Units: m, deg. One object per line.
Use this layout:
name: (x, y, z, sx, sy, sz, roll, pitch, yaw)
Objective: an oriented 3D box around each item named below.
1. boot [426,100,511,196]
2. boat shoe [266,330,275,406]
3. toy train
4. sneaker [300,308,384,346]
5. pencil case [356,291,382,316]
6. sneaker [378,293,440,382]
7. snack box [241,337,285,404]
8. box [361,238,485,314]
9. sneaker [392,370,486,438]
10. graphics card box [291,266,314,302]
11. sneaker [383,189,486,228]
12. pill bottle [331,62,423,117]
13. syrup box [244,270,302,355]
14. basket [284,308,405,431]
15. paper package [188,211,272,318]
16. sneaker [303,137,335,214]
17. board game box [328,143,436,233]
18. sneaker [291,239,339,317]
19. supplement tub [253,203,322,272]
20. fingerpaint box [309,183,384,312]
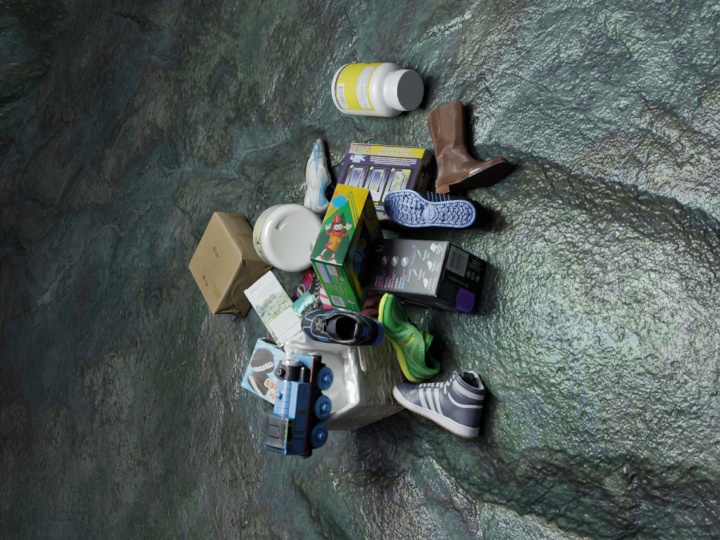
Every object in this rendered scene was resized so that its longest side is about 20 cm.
boot: (0.203, -0.254, 1.596, 0.185, 0.064, 0.204, -21, 62, 42)
boat shoe: (-0.191, 0.208, 1.890, 0.071, 0.060, 0.205, -9, 90, 59)
toy train: (-0.116, 0.254, 1.562, 0.086, 0.113, 0.204, 2, 85, 45)
sneaker: (-0.050, 0.103, 1.552, 0.198, 0.077, 0.071, 2, 80, 40)
pencil case: (0.000, 0.000, 1.748, 0.087, 0.081, 0.203, 94, 162, -62)
sneaker: (0.096, 0.121, 1.573, 0.082, 0.202, 0.074, -14, 29, 28)
snack box: (-0.158, 0.246, 1.830, 0.198, 0.037, 0.118, 25, 100, 15)
box: (0.119, 0.008, 1.576, 0.198, 0.121, 0.108, 5, 76, 47)
sneaker: (0.150, 0.223, 1.542, 0.198, 0.069, 0.110, 23, 104, 40)
graphics card box: (-0.097, 0.073, 1.861, 0.126, 0.050, 0.202, 51, 119, 40)
sneaker: (0.143, -0.112, 1.570, 0.197, 0.078, 0.071, 13, 97, 30)
pill bottle: (0.038, -0.385, 1.762, 0.198, 0.110, 0.113, 16, 94, 47)
syrup box: (-0.173, 0.101, 1.825, 0.078, 0.082, 0.200, -37, 49, -3)
basket: (-0.028, 0.209, 1.675, 0.199, 0.159, 0.201, -32, 60, 40)
paper package: (-0.332, -0.014, 2.097, 0.201, 0.102, 0.192, 51, 120, 39)
sneaker: (-0.094, -0.217, 1.917, 0.072, 0.071, 0.203, 117, 156, -59)
board game box: (0.043, -0.172, 1.705, 0.198, 0.057, 0.168, 11, 76, 37)
sneaker: (-0.095, 0.041, 1.744, 0.119, 0.203, 0.084, -22, 17, 4)
supplement tub: (-0.165, -0.075, 1.856, 0.200, 0.143, 0.148, -167, 88, -74)
fingerpaint box: (-0.019, -0.040, 1.607, 0.072, 0.201, 0.169, 12, 64, 17)
